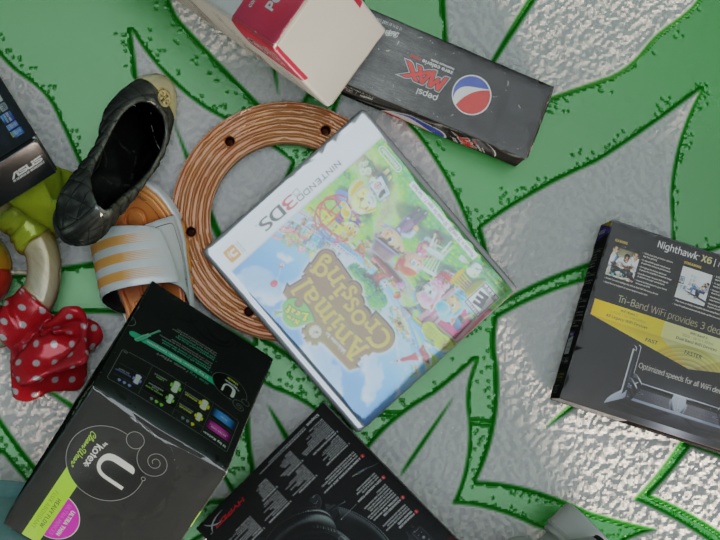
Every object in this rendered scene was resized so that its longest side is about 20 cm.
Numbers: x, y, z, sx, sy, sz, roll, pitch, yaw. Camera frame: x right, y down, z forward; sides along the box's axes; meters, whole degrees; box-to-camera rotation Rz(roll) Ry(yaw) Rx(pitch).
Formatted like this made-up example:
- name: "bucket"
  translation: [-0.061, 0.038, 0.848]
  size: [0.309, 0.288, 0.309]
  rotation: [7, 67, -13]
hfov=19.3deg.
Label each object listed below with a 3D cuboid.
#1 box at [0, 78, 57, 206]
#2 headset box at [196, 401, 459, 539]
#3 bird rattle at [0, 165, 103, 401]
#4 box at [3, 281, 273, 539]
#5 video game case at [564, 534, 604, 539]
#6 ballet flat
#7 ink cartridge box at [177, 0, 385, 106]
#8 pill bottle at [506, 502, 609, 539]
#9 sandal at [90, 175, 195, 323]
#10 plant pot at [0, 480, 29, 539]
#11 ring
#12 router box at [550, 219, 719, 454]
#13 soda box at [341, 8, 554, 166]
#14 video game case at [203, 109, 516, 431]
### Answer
- name: "box"
  translation: [-0.353, -0.109, 1.697]
  size: [0.159, 0.044, 0.200]
  rotation: [-32, 52, -5]
- name: "headset box"
  translation: [-0.010, 0.232, 1.709]
  size: [0.149, 0.077, 0.200]
  rotation: [-45, 68, -5]
- name: "bird rattle"
  translation: [-0.292, 0.006, 1.744]
  size: [0.161, 0.113, 0.202]
  rotation: [2, 100, 7]
- name: "box"
  translation: [-0.169, 0.131, 1.651]
  size: [0.124, 0.200, 0.149]
  rotation: [32, 114, -6]
- name: "video game case"
  translation: [0.111, 0.318, 1.662]
  size: [0.179, 0.025, 0.202]
  rotation: [-6, 101, -16]
- name: "ballet flat"
  translation: [-0.188, -0.091, 1.715]
  size: [0.067, 0.057, 0.201]
  rotation: [48, 42, -24]
- name: "ink cartridge box"
  translation: [-0.096, -0.235, 1.694]
  size: [0.199, 0.145, 0.085]
  rotation: [36, 88, 23]
- name: "pill bottle"
  translation: [0.128, 0.290, 1.735]
  size: [0.200, 0.111, 0.111]
  rotation: [-44, 91, -5]
- name: "sandal"
  translation: [-0.175, 0.020, 1.742]
  size: [0.078, 0.059, 0.209]
  rotation: [-17, 88, 14]
- name: "plant pot"
  translation: [-0.277, 0.251, 1.680]
  size: [0.198, 0.201, 0.135]
  rotation: [15, 59, -3]
- name: "ring"
  translation: [-0.062, -0.041, 1.784]
  size: [0.198, 0.019, 0.203]
  rotation: [0, 86, -5]
- name: "router box"
  translation: [0.277, 0.063, 1.787]
  size: [0.198, 0.052, 0.159]
  rotation: [18, 85, -3]
- name: "soda box"
  translation: [0.057, -0.157, 1.777]
  size: [0.198, 0.063, 0.071]
  rotation: [23, 86, -2]
- name: "video game case"
  translation: [0.000, 0.000, 1.767]
  size: [0.182, 0.022, 0.200]
  rotation: [-41, 91, -6]
